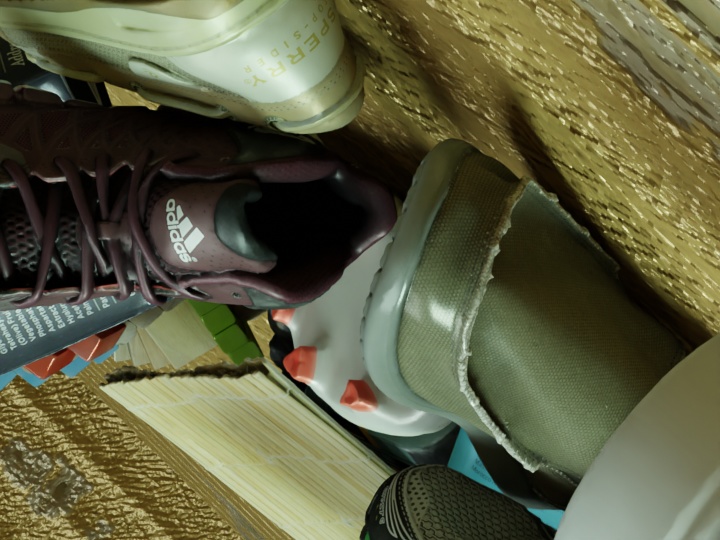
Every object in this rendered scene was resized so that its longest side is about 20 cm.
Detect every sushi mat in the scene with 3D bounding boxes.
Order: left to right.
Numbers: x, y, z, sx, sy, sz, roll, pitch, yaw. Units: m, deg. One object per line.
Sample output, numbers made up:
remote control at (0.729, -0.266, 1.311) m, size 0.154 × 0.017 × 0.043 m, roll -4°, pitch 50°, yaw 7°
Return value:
sushi mat at (0.000, 0.089, 1.071) m, size 0.200 × 0.012 × 0.096 m, roll 41°, pitch 153°, yaw -31°

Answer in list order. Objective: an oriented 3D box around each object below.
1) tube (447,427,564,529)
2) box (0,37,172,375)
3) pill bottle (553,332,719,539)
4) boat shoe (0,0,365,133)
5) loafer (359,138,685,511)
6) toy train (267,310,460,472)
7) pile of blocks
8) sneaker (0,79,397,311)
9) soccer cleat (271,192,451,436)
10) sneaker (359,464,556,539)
tube at (0.048, 0.101, 1.008) m, size 0.077 × 0.050 × 0.200 m, roll 24°, pitch 137°, yaw 0°
box at (-0.182, -0.040, 1.042) m, size 0.200 × 0.182 × 0.104 m, roll -115°, pitch 0°, yaw -56°
pill bottle at (0.141, 0.102, 0.633) m, size 0.200 × 0.114 × 0.114 m, roll 40°, pitch 170°, yaw 31°
boat shoe at (-0.063, -0.081, 0.895) m, size 0.063 × 0.073 × 0.201 m, roll 55°, pitch 161°, yaw -25°
loafer at (0.060, 0.023, 0.839) m, size 0.070 × 0.075 × 0.200 m, roll 16°, pitch 167°, yaw 25°
toy train at (0.039, 0.074, 1.106) m, size 0.114 × 0.085 × 0.200 m, roll 24°, pitch 159°, yaw 43°
pile of blocks at (-0.094, 0.020, 1.106) m, size 0.062 × 0.200 × 0.082 m, roll -118°, pitch 20°, yaw -49°
sneaker at (-0.081, -0.019, 0.846) m, size 0.116 × 0.200 × 0.076 m, roll -166°, pitch 71°, yaw -64°
soccer cleat at (0.000, 0.000, 0.982) m, size 0.078 × 0.069 × 0.200 m, roll 14°, pitch -167°, yaw -30°
sneaker at (0.084, 0.103, 0.828) m, size 0.200 × 0.078 × 0.085 m, roll 29°, pitch 124°, yaw 32°
